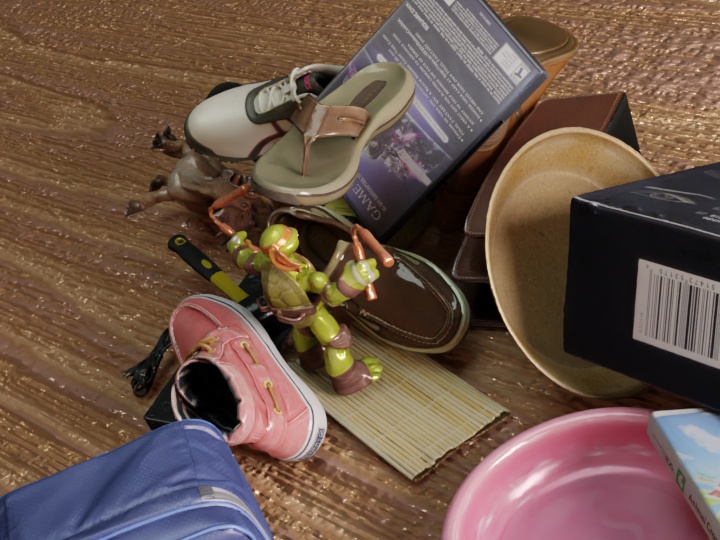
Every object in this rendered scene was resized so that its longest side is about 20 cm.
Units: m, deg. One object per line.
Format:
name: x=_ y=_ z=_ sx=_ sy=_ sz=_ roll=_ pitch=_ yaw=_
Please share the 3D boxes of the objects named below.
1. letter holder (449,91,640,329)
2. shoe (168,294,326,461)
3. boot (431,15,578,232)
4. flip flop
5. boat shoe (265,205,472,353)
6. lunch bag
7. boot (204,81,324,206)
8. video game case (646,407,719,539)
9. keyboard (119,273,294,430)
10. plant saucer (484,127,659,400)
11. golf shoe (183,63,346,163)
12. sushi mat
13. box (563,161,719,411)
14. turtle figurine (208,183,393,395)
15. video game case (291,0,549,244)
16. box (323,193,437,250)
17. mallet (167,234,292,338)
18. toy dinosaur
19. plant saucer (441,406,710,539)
letter holder: x=0.139 y=-0.051 z=1.132 sx=0.142 sy=0.101 sz=0.200 roll=0 pitch=38 yaw=31
shoe: x=-0.114 y=0.074 z=1.054 sx=0.200 sy=0.091 sz=0.072 roll=42 pitch=105 yaw=41
boot: x=0.123 y=-0.136 z=1.227 sx=0.073 sy=0.155 sz=0.200 roll=29 pitch=42 yaw=18
flip flop: x=-0.021 y=-0.117 z=1.057 sx=0.081 sy=0.058 sz=0.200 roll=18 pitch=46 yaw=27
boat shoe: x=-0.003 y=0.006 z=1.088 sx=0.202 sy=0.075 sz=0.075 roll=29 pitch=97 yaw=37
lunch bag: x=-0.152 y=0.207 z=0.876 sx=0.199 sy=0.136 sz=0.132 roll=-24 pitch=33 yaw=-6
boot: x=-0.051 y=-0.107 z=1.342 sx=0.200 sy=0.138 sz=0.078 roll=44 pitch=95 yaw=16
video game case: x=0.293 y=0.136 z=0.790 sx=0.199 sy=0.022 sz=0.182 roll=-3 pitch=31 yaw=-11
keyboard: x=-0.127 y=0.068 z=1.172 sx=0.127 sy=0.021 sz=0.200 roll=7 pitch=40 yaw=25
plant saucer: x=0.162 y=-0.003 z=0.989 sx=0.200 sy=0.201 sz=0.035 roll=-43 pitch=13 yaw=-31
golf shoe: x=-0.067 y=-0.155 z=1.234 sx=0.199 sy=0.088 sz=0.078 roll=-10 pitch=67 yaw=-1
sushi mat: x=0.022 y=0.095 z=1.061 sx=0.095 sy=0.012 sz=0.200 roll=-34 pitch=36 yaw=-19
box: x=0.274 y=0.009 z=0.896 sx=0.199 sy=0.118 sz=0.196 roll=-14 pitch=24 yaw=-38
turtle figurine: x=-0.038 y=0.023 z=1.033 sx=0.199 sy=0.162 sz=0.064 roll=13 pitch=50 yaw=41
video game case: x=0.045 y=-0.141 z=1.132 sx=0.200 sy=0.019 sz=0.143 roll=-46 pitch=64 yaw=21
box: x=0.035 y=-0.074 z=1.242 sx=0.050 sy=0.075 sz=0.200 roll=9 pitch=44 yaw=37
mallet: x=-0.115 y=0.006 z=1.208 sx=0.066 sy=0.041 sz=0.200 roll=-25 pitch=34 yaw=-13
toy dinosaur: x=-0.146 y=-0.078 z=1.333 sx=0.135 sy=0.086 sz=0.200 roll=19 pitch=11 yaw=-1
plant saucer: x=0.152 y=0.171 z=0.849 sx=0.200 sy=0.051 sz=0.201 roll=-14 pitch=33 yaw=9
